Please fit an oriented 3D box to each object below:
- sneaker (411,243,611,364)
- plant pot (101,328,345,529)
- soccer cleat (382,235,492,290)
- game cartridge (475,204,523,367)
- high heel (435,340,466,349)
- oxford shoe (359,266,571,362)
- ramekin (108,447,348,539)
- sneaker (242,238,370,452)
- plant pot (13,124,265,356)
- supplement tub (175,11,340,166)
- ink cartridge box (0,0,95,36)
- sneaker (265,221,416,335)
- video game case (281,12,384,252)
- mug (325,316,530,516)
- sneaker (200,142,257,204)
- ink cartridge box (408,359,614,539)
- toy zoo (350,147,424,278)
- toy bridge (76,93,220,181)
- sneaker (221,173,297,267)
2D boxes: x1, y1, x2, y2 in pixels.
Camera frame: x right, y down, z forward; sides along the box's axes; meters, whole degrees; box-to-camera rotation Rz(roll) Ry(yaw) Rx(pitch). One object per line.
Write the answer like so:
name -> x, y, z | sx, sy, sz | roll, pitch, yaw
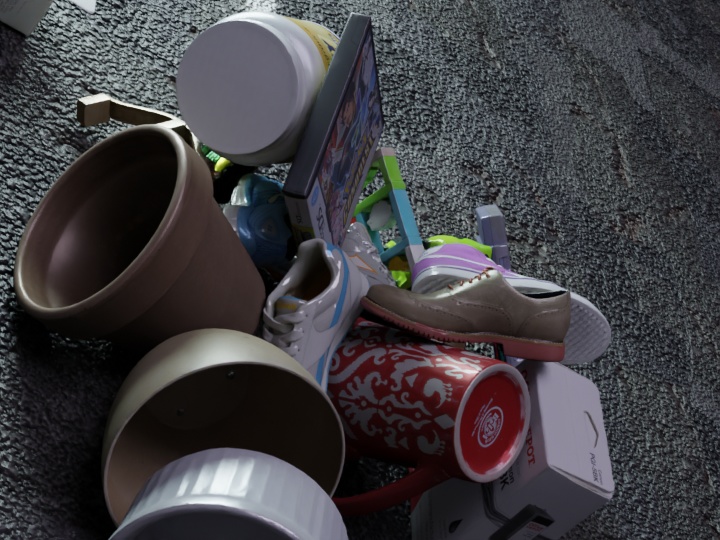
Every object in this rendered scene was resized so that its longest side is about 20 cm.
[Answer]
sneaker -> 0.147, 0.021, 1.524 | 0.198, 0.073, 0.114 | 20, 21, -4
plant pot -> -0.126, 0.127, 1.304 | 0.199, 0.201, 0.135 | 24, 18, -30
soccer cleat -> 0.075, -0.003, 1.666 | 0.080, 0.200, 0.068 | 3, 86, -20
game cartridge -> 0.152, 0.034, 1.706 | 0.130, 0.038, 0.203 | -50, 131, -81
high heel -> 0.099, 0.075, 1.668 | 0.067, 0.096, 0.202 | 35, 31, -44
oxford shoe -> 0.098, 0.029, 1.439 | 0.198, 0.076, 0.070 | 11, 8, -12
ramekin -> -0.100, 0.234, 1.197 | 0.200, 0.201, 0.098 | 38, 26, -12
sneaker -> -0.063, 0.067, 1.412 | 0.081, 0.076, 0.202 | 49, 56, -49
plant pot -> -0.179, 0.002, 1.385 | 0.175, 0.199, 0.202 | 45, 27, -39
supplement tub -> -0.088, -0.175, 1.519 | 0.145, 0.144, 0.200 | 49, 15, 5
ink cartridge box -> -0.368, -0.320, 1.594 | 0.199, 0.068, 0.117 | 28, 37, -26
sneaker -> 0.000, 0.000, 1.563 | 0.199, 0.093, 0.076 | 24, -15, 28
video game case -> -0.021, -0.110, 1.491 | 0.025, 0.181, 0.202 | 14, 64, 13
mug -> 0.046, 0.142, 1.442 | 0.133, 0.199, 0.180 | 5, 94, -47
sneaker -> -0.187, -0.098, 1.572 | 0.085, 0.078, 0.200 | 37, 28, 15
ink cartridge box -> 0.138, 0.196, 1.494 | 0.082, 0.200, 0.148 | 28, 36, -25
toy zoo -> 0.015, -0.008, 1.613 | 0.020, 0.131, 0.202 | -1, 69, -42
toy bridge -> -0.196, -0.128, 1.518 | 0.067, 0.028, 0.199 | -18, 36, -37
sneaker -> -0.087, -0.041, 1.556 | 0.089, 0.079, 0.200 | 5, 19, 2
